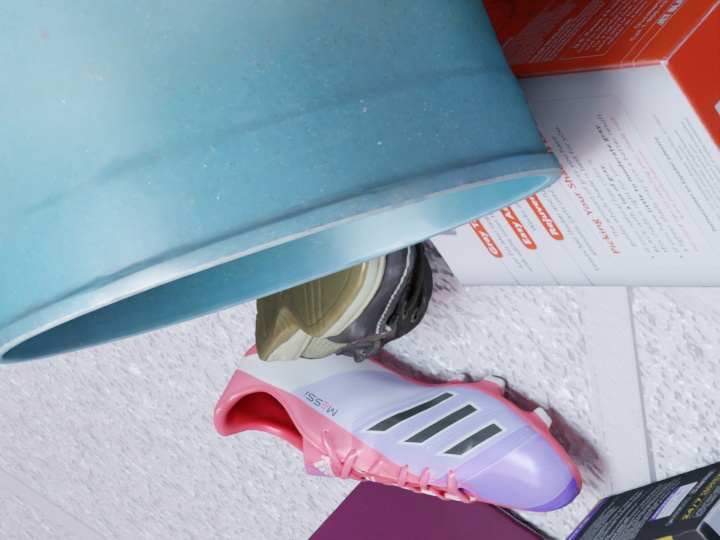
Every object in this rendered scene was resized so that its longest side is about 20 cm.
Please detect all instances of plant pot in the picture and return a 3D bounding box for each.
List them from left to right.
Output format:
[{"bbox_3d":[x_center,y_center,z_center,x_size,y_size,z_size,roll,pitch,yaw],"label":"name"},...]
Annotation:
[{"bbox_3d":[-0.055,-0.089,0.875,0.200,0.199,0.189,-26,81,65],"label":"plant pot"}]

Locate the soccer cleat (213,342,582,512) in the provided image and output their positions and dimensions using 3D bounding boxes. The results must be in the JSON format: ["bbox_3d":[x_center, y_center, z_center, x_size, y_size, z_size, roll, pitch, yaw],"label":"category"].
[{"bbox_3d":[0.017,0.080,1.240,0.199,0.076,0.067,24,149,38],"label":"soccer cleat"}]

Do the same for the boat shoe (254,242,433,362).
[{"bbox_3d":[0.000,0.001,1.154,0.066,0.072,0.201,2,168,-14],"label":"boat shoe"}]

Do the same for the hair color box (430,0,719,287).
[{"bbox_3d":[0.086,-0.049,0.943,0.200,0.061,0.102,0,131,56],"label":"hair color box"}]

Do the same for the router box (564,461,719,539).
[{"bbox_3d":[0.191,0.176,1.152,0.200,0.052,0.157,46,156,-5],"label":"router box"}]

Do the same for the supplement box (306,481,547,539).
[{"bbox_3d":[0.044,0.203,1.364,0.131,0.103,0.200,34,154,24],"label":"supplement box"}]
